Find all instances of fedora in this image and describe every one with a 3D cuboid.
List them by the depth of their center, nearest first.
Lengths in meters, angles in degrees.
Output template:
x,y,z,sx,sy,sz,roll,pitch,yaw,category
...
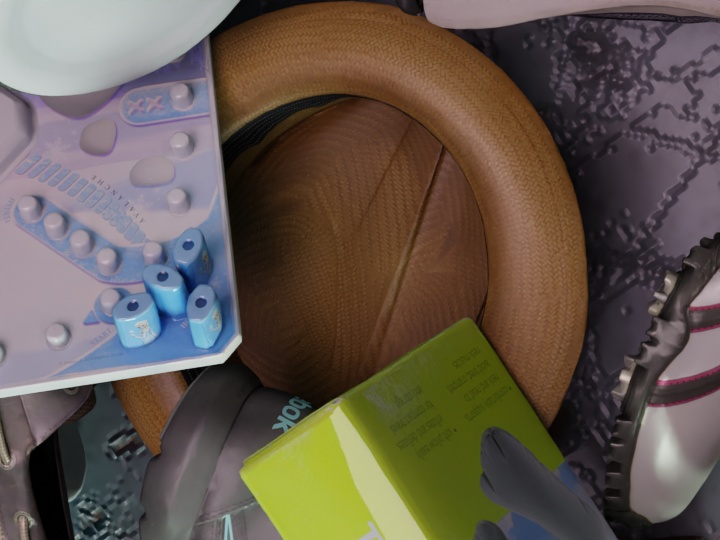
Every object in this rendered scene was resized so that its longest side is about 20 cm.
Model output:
x,y,z,sx,sy,sz,roll,pitch,yaw,category
0.000,0.000,0.880,0.201,0.082,0.201,5,103,23,fedora

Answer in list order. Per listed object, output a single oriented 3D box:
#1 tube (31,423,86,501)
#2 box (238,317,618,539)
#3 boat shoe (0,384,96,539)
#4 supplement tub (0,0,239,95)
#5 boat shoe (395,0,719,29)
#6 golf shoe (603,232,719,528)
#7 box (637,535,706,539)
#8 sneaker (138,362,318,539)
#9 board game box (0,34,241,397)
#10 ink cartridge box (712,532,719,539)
x,y,z,sx,sy,sz,roll,pitch,yaw,category
-0.204,0.102,0.991,0.200,0.050,0.077,-23,85,25,tube
0.054,0.119,0.769,0.048,0.122,0.200,-35,87,24,box
-0.129,0.038,0.891,0.073,0.074,0.200,2,108,4,boat shoe
-0.121,-0.164,0.805,0.123,0.123,0.200,-45,63,19,supplement tub
0.113,-0.122,0.814,0.200,0.093,0.075,3,112,17,boat shoe
0.146,0.010,0.830,0.088,0.077,0.200,27,106,9,golf shoe
0.030,0.158,0.892,0.200,0.075,0.100,-8,94,23,box
-0.047,0.135,0.841,0.079,0.075,0.200,18,107,10,sneaker
-0.149,-0.049,0.831,0.200,0.026,0.200,-9,62,2,board game box
0.196,0.098,0.752,0.145,0.200,0.145,47,110,10,ink cartridge box
